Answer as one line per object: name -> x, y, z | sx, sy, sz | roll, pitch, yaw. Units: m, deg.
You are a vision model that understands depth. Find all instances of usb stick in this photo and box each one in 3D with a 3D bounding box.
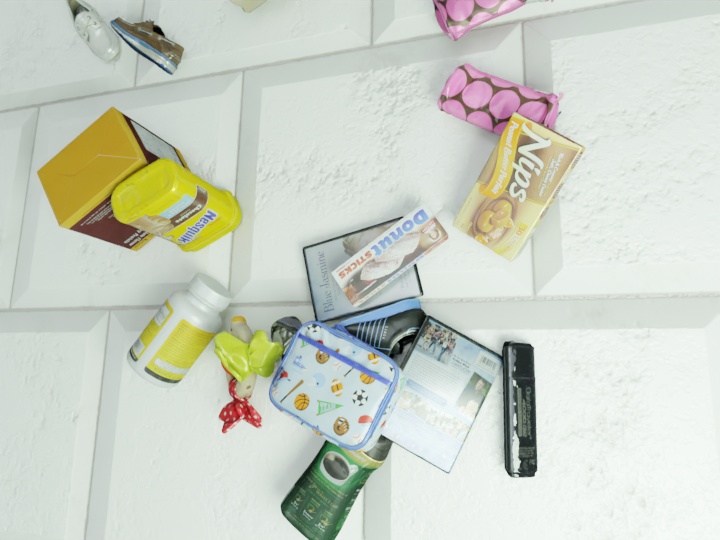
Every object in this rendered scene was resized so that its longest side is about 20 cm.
usb stick -> 0.244, 0.210, 0.799 | 0.055, 0.033, 0.202 | 5, 79, -16

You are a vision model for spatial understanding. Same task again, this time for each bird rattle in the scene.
bird rattle -> -0.203, 0.175, 0.917 | 0.112, 0.201, 0.163 | -6, 38, -22

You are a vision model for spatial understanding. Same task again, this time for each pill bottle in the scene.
pill bottle -> -0.329, 0.107, 0.968 | 0.111, 0.111, 0.201 | 39, 93, 21

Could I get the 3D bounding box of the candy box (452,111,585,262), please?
candy box -> 0.245, -0.129, 0.821 | 0.115, 0.055, 0.201 | 35, 113, 20

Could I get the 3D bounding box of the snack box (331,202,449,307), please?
snack box -> 0.049, -0.025, 0.881 | 0.199, 0.024, 0.072 | -37, 72, 7

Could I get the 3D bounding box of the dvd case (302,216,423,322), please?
dvd case -> 0.000, 0.000, 0.923 | 0.198, 0.018, 0.144 | -16, 76, 15

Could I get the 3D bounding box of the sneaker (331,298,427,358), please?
sneaker -> 0.020, 0.116, 0.875 | 0.199, 0.070, 0.078 | -22, 67, 12

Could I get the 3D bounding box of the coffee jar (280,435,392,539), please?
coffee jar -> -0.035, 0.326, 0.842 | 0.104, 0.085, 0.201 | 33, 90, 21

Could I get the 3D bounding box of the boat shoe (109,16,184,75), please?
boat shoe -> -0.471, -0.515, 1.165 | 0.199, 0.072, 0.073 | 37, 87, 11

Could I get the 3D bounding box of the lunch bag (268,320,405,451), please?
lunch bag -> -0.039, 0.170, 0.803 | 0.199, 0.076, 0.161 | 24, 80, 25

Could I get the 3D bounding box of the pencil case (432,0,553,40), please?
pencil case -> 0.231, -0.474, 0.910 | 0.198, 0.091, 0.094 | -19, 85, 16

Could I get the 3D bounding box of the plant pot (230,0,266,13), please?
plant pot -> -0.205, -0.636, 1.047 | 0.183, 0.200, 0.202 | -31, 71, 22

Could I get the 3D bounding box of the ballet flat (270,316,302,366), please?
ballet flat -> -0.114, 0.176, 0.906 | 0.072, 0.072, 0.202 | -25, 73, 12

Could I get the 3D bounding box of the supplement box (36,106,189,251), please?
supplement box -> -0.458, -0.166, 1.016 | 0.197, 0.200, 0.133 | -36, 71, 8

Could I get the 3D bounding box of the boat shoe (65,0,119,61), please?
boat shoe -> -0.639, -0.573, 1.225 | 0.071, 0.069, 0.200 | -42, 71, 4

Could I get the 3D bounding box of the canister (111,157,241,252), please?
canister -> -0.335, -0.116, 0.966 | 0.148, 0.200, 0.087 | -28, 71, 11

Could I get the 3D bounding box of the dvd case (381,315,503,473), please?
dvd case -> 0.121, 0.191, 0.818 | 0.142, 0.018, 0.201 | 29, 81, 3

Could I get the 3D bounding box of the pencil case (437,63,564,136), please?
pencil case -> 0.232, -0.282, 0.878 | 0.199, 0.091, 0.094 | 27, 123, 19
